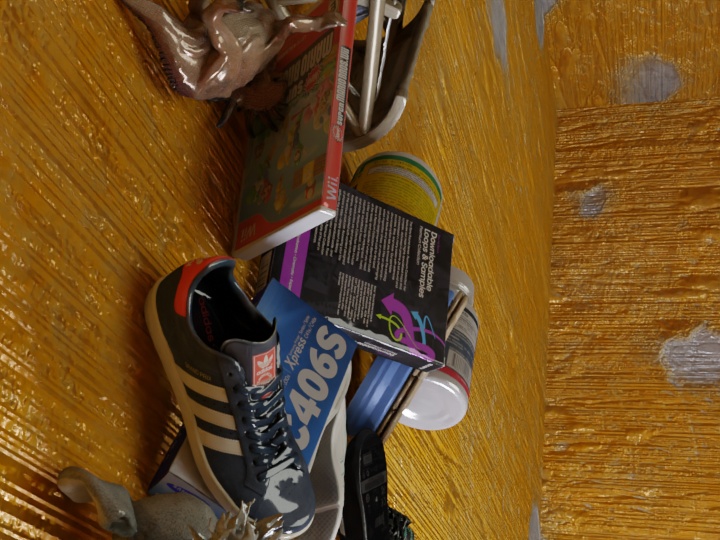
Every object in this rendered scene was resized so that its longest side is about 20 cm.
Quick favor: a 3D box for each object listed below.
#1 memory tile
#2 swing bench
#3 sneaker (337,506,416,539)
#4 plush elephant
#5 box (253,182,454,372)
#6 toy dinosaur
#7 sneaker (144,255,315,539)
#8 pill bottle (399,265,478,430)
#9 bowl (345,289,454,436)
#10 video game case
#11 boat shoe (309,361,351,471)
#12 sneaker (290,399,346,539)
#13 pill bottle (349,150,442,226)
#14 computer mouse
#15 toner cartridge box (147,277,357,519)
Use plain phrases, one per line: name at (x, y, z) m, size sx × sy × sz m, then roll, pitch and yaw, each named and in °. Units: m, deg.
memory tile at (0.058, 0.126, 1.012) m, size 0.202 × 0.017 × 0.153 m, roll -62°, pitch 174°, yaw 30°
swing bench at (0.003, -0.260, 0.926) m, size 0.201 × 0.127 × 0.202 m, roll -75°, pitch 156°, yaw -42°
sneaker at (0.017, 0.278, 1.016) m, size 0.201 × 0.078 × 0.076 m, roll 65°, pitch 31°, yaw -47°
plush elephant at (-0.119, 0.196, 0.521) m, size 0.202 × 0.163 × 0.155 m, roll -58°, pitch -161°, yaw -2°
box at (0.000, 0.000, 0.863) m, size 0.198 × 0.036 × 0.145 m, roll 22°, pitch 61°, yaw -25°
toy dinosaur at (-0.103, -0.160, 0.688) m, size 0.199 × 0.086 × 0.136 m, roll -16°, pitch 150°, yaw -52°
sneaker at (-0.076, 0.083, 0.612) m, size 0.075 × 0.084 × 0.202 m, roll -26°, pitch 86°, yaw -49°
pill bottle at (0.095, 0.096, 1.203) m, size 0.121 × 0.117 × 0.202 m, roll 71°, pitch 25°, yaw -43°
bowl at (0.041, 0.096, 0.995) m, size 0.202 × 0.039 × 0.201 m, roll -59°, pitch 175°, yaw -8°
video game case at (-0.055, -0.121, 0.748) m, size 0.017 × 0.142 × 0.204 m, roll 17°, pitch 67°, yaw -31°
boat shoe at (-0.071, 0.131, 0.777) m, size 0.201 × 0.059 × 0.075 m, roll -61°, pitch 138°, yaw -44°
sneaker at (-0.041, 0.190, 0.857) m, size 0.081 × 0.069 × 0.204 m, roll 72°, pitch 24°, yaw -63°
pill bottle at (0.022, -0.032, 0.997) m, size 0.202 × 0.111 × 0.114 m, roll -71°, pitch 153°, yaw -47°
computer mouse at (-0.013, 0.264, 0.888) m, size 0.140 × 0.045 × 0.204 m, roll -11°, pitch 95°, yaw -65°
toner cartridge box at (-0.075, 0.107, 0.699) m, size 0.094 × 0.043 × 0.201 m, roll 36°, pitch 43°, yaw -12°
